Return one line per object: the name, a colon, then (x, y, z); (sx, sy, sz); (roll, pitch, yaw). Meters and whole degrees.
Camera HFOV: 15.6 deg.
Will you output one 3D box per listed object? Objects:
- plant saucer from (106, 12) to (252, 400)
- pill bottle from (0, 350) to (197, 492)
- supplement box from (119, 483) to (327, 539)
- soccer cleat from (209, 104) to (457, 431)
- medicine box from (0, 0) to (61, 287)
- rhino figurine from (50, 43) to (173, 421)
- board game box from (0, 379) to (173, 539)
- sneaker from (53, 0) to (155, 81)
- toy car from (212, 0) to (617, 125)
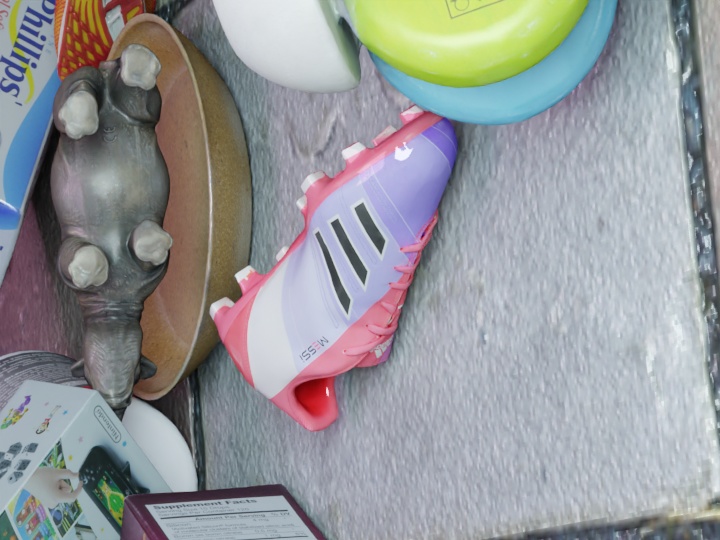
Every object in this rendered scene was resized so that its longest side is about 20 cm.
plant saucer: (-0.097, -0.033, 1.368); (0.200, 0.035, 0.201); (179, 90, -66)
pill bottle: (-0.172, 0.105, 1.453); (0.200, 0.110, 0.111); (-159, 70, -65)
supplement box: (-0.045, 0.189, 1.190); (0.200, 0.085, 0.111); (-137, 50, -60)
soccer cleat: (0.000, 0.000, 1.129); (0.077, 0.067, 0.200); (51, 141, 7)
medicine box: (-0.244, -0.056, 1.546); (0.200, 0.103, 0.183); (116, 169, -48)
rhino figurine: (-0.124, -0.012, 1.309); (0.087, 0.060, 0.201); (-159, 68, -79)
board game box: (-0.166, 0.176, 1.274); (0.064, 0.200, 0.148); (5, 139, 44)
sneaker: (-0.130, -0.183, 1.399); (0.200, 0.073, 0.077); (117, 154, -43)
toy car: (0.032, -0.139, 0.946); (0.150, 0.174, 0.201); (60, -168, -60)
